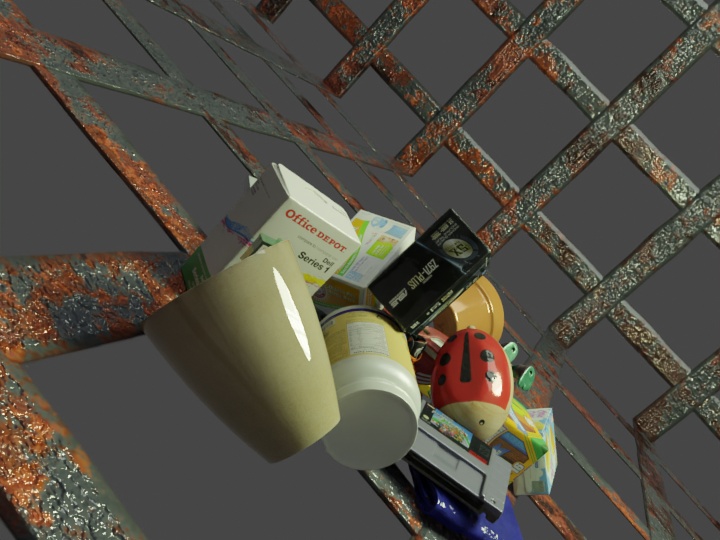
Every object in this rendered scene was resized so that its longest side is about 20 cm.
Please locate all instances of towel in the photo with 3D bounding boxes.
[{"bbox_3d":[0.154,0.345,1.090,0.199,0.050,0.148,38,21,-22],"label":"towel"}]

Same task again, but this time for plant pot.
[{"bbox_3d":[0.174,0.100,1.521,0.139,0.200,0.201,-9,55,-52],"label":"plant pot"},{"bbox_3d":[-0.110,0.100,0.813,0.201,0.186,0.187,60,16,0],"label":"plant pot"}]

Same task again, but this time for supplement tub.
[{"bbox_3d":[0.003,0.152,0.991,0.145,0.145,0.200,39,17,-21],"label":"supplement tub"}]

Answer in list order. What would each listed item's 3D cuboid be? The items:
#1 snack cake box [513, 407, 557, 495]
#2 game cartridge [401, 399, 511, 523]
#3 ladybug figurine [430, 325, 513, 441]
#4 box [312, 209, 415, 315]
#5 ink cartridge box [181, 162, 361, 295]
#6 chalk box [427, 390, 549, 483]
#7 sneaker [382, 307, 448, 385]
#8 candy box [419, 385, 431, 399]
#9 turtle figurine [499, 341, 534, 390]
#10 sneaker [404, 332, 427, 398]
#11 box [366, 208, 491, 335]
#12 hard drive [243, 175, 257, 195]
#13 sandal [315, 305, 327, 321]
[{"bbox_3d":[0.333,0.343,1.420,0.200,0.067,0.116,-9,91,-71],"label":"snack cake box"},{"bbox_3d":[0.125,0.261,1.067,0.199,0.039,0.130,34,28,5],"label":"game cartridge"},{"bbox_3d":[0.173,0.171,1.177,0.072,0.134,0.202,63,23,-50],"label":"ladybug figurine"},{"bbox_3d":[0.000,0.000,1.237,0.112,0.102,0.200,19,39,18],"label":"box"},{"bbox_3d":[-0.120,-0.021,1.001,0.144,0.200,0.084,31,20,-40],"label":"ink cartridge box"},{"bbox_3d":[0.198,0.261,1.264,0.200,0.124,0.125,37,17,-28],"label":"chalk box"},{"bbox_3d":[0.068,0.128,1.302,0.200,0.116,0.078,42,34,9],"label":"sneaker"},{"bbox_3d":[0.158,0.231,1.420,0.200,0.026,0.102,39,14,-25],"label":"candy box"},{"bbox_3d":[0.218,0.171,1.366,0.149,0.101,0.199,32,-22,-29],"label":"turtle figurine"},{"bbox_3d":[0.074,0.168,1.192,0.201,0.112,0.077,53,18,26],"label":"sneaker"},{"bbox_3d":[0.108,0.010,1.110,0.086,0.164,0.200,48,1,11],"label":"box"},{"bbox_3d":[-0.129,-0.113,1.438,0.199,0.027,0.132,22,24,-23],"label":"hard drive"},{"bbox_3d":[-0.044,0.102,1.122,0.200,0.076,0.048,33,-25,-20],"label":"sandal"}]
